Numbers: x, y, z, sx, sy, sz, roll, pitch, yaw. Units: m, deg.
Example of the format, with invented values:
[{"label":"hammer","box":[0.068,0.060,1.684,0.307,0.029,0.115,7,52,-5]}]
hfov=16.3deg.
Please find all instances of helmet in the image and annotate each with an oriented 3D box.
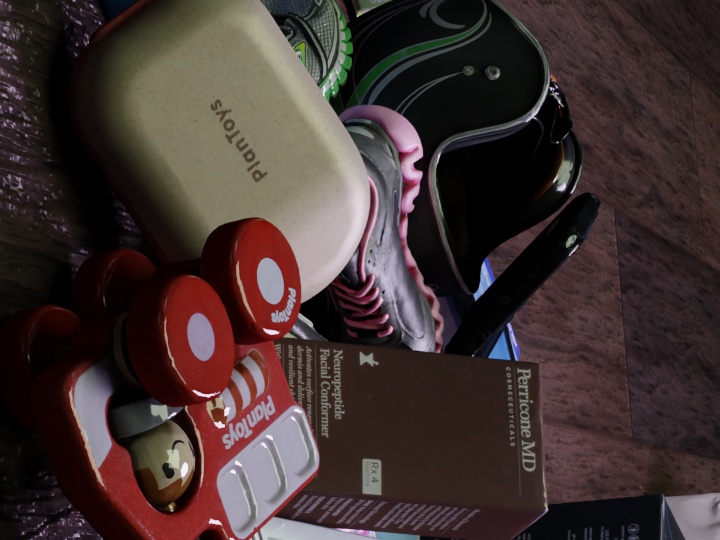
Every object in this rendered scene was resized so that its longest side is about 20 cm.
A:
[{"label":"helmet","box":[0.042,-0.084,1.719,0.200,0.191,0.200,50,-4,5]}]

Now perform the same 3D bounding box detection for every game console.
[{"label":"game console","box":[0.129,0.055,1.718,0.116,0.176,0.200,43,13,0]}]

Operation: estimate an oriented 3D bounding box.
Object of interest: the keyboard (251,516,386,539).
[{"label":"keyboard","box":[-0.048,0.174,1.498,0.200,0.011,0.056,17,59,-39]}]

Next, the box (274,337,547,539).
[{"label":"box","box":[0.009,0.104,1.536,0.075,0.200,0.100,133,-40,-60]}]

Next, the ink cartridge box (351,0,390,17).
[{"label":"ink cartridge box","box":[0.028,-0.230,1.953,0.146,0.048,0.200,-65,142,-58]}]

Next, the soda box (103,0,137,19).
[{"label":"soda box","box":[-0.096,-0.208,1.535,0.200,0.068,0.064,-72,150,-52]}]

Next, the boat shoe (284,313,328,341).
[{"label":"boat shoe","box":[-0.056,0.030,1.571,0.200,0.073,0.063,41,47,-59]}]

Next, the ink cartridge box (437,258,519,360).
[{"label":"ink cartridge box","box":[0.062,0.040,1.875,0.200,0.076,0.137,-77,149,-66]}]

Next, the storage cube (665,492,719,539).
[{"label":"storage cube","box":[0.394,0.353,2.657,0.200,0.171,0.180,-76,153,-46]}]

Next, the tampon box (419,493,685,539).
[{"label":"tampon box","box":[0.147,0.265,1.897,0.150,0.200,0.126,57,32,-51]}]

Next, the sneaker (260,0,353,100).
[{"label":"sneaker","box":[-0.058,-0.129,1.608,0.200,0.078,0.085,-78,153,-43]}]

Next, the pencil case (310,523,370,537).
[{"label":"pencil case","box":[-0.036,0.223,1.557,0.087,0.087,0.200,47,40,-61]}]

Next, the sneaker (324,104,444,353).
[{"label":"sneaker","box":[0.000,0.000,1.600,0.095,0.079,0.200,-39,123,-65]}]

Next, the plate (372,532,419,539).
[{"label":"plate","box":[0.013,0.149,1.812,0.200,0.026,0.200,-8,90,-72]}]

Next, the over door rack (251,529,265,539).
[{"label":"over door rack","box":[-0.108,0.212,1.380,0.200,0.067,0.148,-39,120,-53]}]

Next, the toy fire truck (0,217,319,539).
[{"label":"toy fire truck","box":[-0.094,0.076,1.324,0.200,0.112,0.168,-42,115,-57]}]

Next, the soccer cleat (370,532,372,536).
[{"label":"soccer cleat","box":[-0.019,0.174,1.672,0.076,0.067,0.200,150,-71,-69]}]

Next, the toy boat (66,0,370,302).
[{"label":"toy boat","box":[-0.088,-0.068,1.453,0.200,0.130,0.131,57,-16,-17]}]
